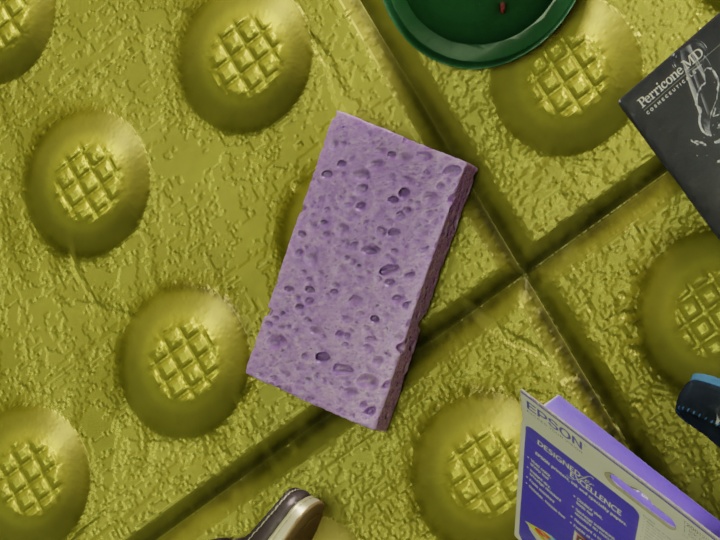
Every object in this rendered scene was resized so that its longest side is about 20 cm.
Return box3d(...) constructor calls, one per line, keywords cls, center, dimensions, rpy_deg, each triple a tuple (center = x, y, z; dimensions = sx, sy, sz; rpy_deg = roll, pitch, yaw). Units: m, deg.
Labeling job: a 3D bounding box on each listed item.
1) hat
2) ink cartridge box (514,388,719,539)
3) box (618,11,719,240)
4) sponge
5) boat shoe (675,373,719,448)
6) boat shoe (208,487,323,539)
box3d(cls="hat", center=(0.058, -0.245, 1.573), dimensions=(0.165, 0.176, 0.201), rpy_deg=(26, 97, 25))
box3d(cls="ink cartridge box", center=(0.183, 0.168, 1.478), dimensions=(0.198, 0.200, 0.043), rpy_deg=(38, 67, 23))
box3d(cls="box", center=(0.300, -0.093, 1.479), dimensions=(0.200, 0.104, 0.183), rpy_deg=(-41, 65, 16))
box3d(cls="sponge", center=(0.000, 0.000, 1.663), dimensions=(0.111, 0.030, 0.201), rpy_deg=(21, 94, 25))
box3d(cls="boat shoe", center=(0.260, 0.130, 1.359), dimensions=(0.199, 0.084, 0.069), rpy_deg=(32, 87, 28))
box3d(cls="boat shoe", center=(-0.104, 0.223, 1.672), dimensions=(0.065, 0.072, 0.200), rpy_deg=(44, 110, 17))
